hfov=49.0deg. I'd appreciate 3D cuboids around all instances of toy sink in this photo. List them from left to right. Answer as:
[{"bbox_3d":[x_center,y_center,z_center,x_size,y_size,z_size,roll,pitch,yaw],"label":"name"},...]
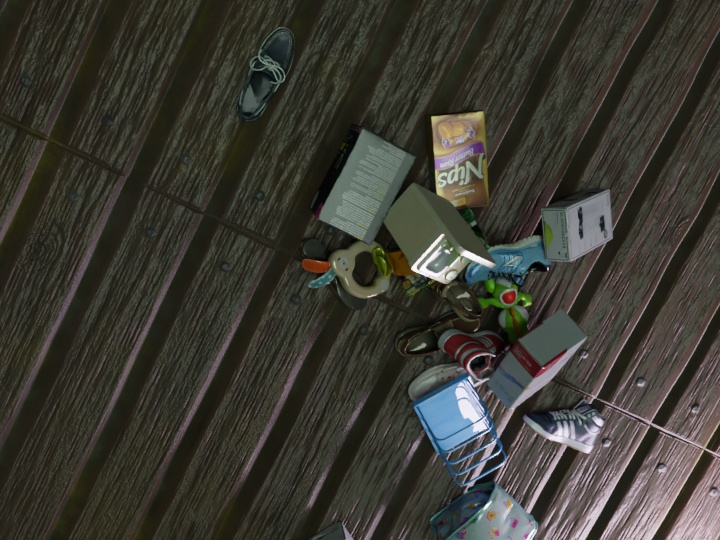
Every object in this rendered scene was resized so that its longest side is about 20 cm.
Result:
[{"bbox_3d":[0.151,-0.054,1.559,0.130,0.200,0.112,19,120,-46],"label":"toy sink"}]

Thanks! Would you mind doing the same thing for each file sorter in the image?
[{"bbox_3d":[0.223,0.351,1.717,0.138,0.123,0.200,-29,131,-3],"label":"file sorter"}]

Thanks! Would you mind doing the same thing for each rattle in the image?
[{"bbox_3d":[0.000,0.000,1.613,0.199,0.143,0.131,8,103,-34],"label":"rattle"}]

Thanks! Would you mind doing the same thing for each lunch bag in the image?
[{"bbox_3d":[0.288,0.594,1.820,0.200,0.122,0.170,-42,104,7],"label":"lunch bag"}]

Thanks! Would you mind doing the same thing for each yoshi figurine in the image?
[{"bbox_3d":[0.321,0.064,1.740,0.112,0.112,0.201,-17,90,-46],"label":"yoshi figurine"}]

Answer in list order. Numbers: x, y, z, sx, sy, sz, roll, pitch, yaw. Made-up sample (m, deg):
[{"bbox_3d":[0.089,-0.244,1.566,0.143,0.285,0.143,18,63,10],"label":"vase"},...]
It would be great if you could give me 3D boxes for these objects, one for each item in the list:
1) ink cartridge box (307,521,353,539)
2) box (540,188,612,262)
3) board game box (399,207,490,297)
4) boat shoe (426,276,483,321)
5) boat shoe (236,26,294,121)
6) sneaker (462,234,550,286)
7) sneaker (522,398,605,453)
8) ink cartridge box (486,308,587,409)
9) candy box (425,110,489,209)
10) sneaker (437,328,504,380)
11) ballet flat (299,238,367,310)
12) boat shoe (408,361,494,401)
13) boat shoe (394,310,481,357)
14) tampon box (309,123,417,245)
[{"bbox_3d":[-0.051,0.702,1.804,0.145,0.083,0.200,-32,105,-1],"label":"ink cartridge box"},{"bbox_3d":[0.462,-0.099,1.674,0.200,0.060,0.117,-24,110,-45],"label":"box"},{"bbox_3d":[0.165,-0.037,1.650,0.200,0.105,0.023,-33,142,17],"label":"board game box"},{"bbox_3d":[0.186,0.031,1.689,0.072,0.072,0.200,-43,88,-5],"label":"boat shoe"},{"bbox_3d":[-0.188,-0.388,1.562,0.075,0.062,0.200,31,95,-12],"label":"boat shoe"},{"bbox_3d":[0.308,-0.007,1.641,0.199,0.078,0.090,-18,68,-10],"label":"sneaker"},{"bbox_3d":[0.474,0.340,1.820,0.199,0.070,0.109,24,102,-20],"label":"sneaker"},{"bbox_3d":[0.372,0.193,1.687,0.145,0.200,0.083,-29,66,-30],"label":"ink cartridge box"},{"bbox_3d":[0.205,-0.231,1.664,0.116,0.056,0.201,-7,104,-8],"label":"candy box"},{"bbox_3d":[0.265,0.182,1.697,0.200,0.112,0.071,8,115,-42],"label":"sneaker"},{"bbox_3d":[-0.060,0.008,1.681,0.200,0.046,0.067,46,70,-21],"label":"ballet flat"},{"bbox_3d":[0.204,0.245,1.756,0.199,0.069,0.071,-22,104,-4],"label":"boat shoe"},{"bbox_3d":[0.176,0.146,1.729,0.199,0.072,0.076,-22,105,-4],"label":"boat shoe"},{"bbox_3d":[0.000,-0.176,1.592,0.126,0.150,0.201,26,96,-14],"label":"tampon box"}]
